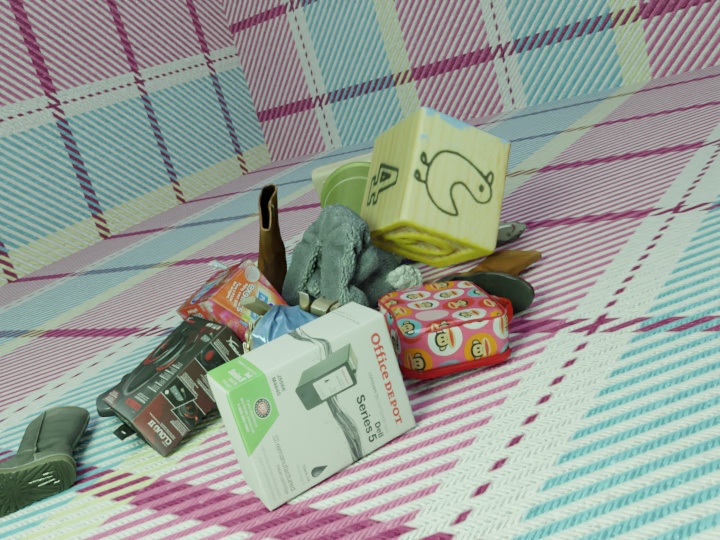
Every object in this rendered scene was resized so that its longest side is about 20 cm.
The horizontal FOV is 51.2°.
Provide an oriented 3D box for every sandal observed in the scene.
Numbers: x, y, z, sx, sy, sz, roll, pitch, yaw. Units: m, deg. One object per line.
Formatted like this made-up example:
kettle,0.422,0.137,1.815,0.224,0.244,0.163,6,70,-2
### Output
sandal,-0.366,0.202,1.211,0.074,0.044,0.200,-10,6,1

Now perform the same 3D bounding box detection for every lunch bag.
lunch bag,0.121,0.070,1.021,0.172,0.084,0.200,-13,15,-4

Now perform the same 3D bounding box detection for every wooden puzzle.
wooden puzzle,0.001,-0.151,1.681,0.181,0.203,0.037,-12,24,16

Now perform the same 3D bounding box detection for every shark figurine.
shark figurine,0.203,-0.095,1.464,0.128,0.214,0.090,-47,-21,-5

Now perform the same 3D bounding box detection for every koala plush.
koala plush,0.000,0.000,1.268,0.198,0.188,0.176,18,-8,-41

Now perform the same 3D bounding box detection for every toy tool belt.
toy tool belt,-0.059,0.093,0.976,0.196,0.124,0.126,10,48,19

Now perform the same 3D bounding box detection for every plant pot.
plant pot,-0.003,-0.097,1.585,0.196,0.203,0.191,-13,29,16

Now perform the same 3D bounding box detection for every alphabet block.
alphabet block,0.125,-0.136,1.313,0.192,0.204,0.196,16,-14,-21

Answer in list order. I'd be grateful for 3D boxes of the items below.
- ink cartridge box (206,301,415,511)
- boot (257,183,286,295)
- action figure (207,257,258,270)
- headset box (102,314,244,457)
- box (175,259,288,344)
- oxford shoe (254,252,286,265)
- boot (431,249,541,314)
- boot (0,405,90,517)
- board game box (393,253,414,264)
ink cartridge box,-0.052,0.145,0.846,0.197,0.148,0.084,-25,18,-23
boot,-0.149,-0.013,1.286,0.067,0.201,0.191,6,55,-2
action figure,-0.241,0.056,1.491,0.146,0.136,0.201,15,20,-2
headset box,-0.265,0.164,1.063,0.200,0.076,0.148,-46,25,-22
box,-0.202,0.061,1.169,0.096,0.100,0.199,-46,15,-24
oxford shoe,-0.186,0.006,1.442,0.075,0.057,0.203,-36,38,40
boot,0.231,0.014,1.182,0.186,0.070,0.198,-12,8,46
boot,-0.477,0.260,1.063,0.178,0.074,0.200,-8,19,-18
board game box,0.141,-0.065,1.558,0.118,0.033,0.200,-9,17,16
